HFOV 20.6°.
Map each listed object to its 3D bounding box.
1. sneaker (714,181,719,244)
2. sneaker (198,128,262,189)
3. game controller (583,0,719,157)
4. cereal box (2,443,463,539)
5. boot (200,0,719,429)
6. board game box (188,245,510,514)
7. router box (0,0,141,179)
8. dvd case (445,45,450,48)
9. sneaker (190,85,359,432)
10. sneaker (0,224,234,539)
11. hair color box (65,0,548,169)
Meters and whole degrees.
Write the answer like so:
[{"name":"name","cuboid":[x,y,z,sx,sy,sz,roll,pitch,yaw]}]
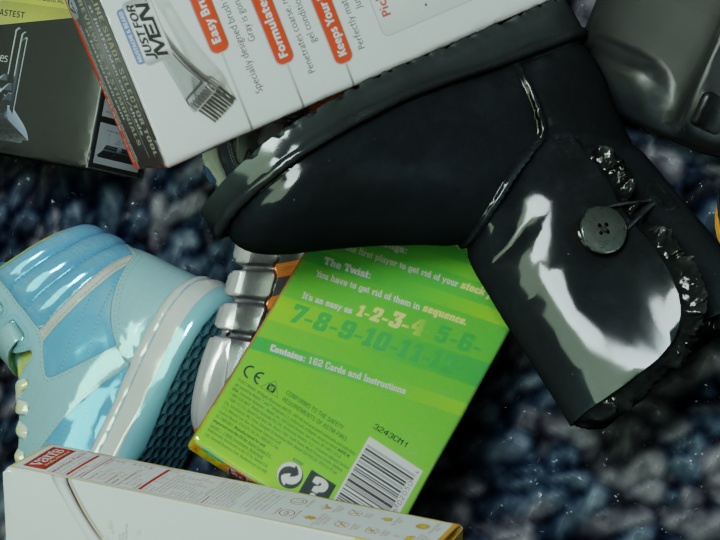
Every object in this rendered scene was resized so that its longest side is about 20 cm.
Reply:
[{"name":"sneaker","cuboid":[0.221,-0.079,0.798,0.078,0.077,0.200,42,90,25]},{"name":"sneaker","cuboid":[-0.050,-0.129,0.940,0.085,0.077,0.202,-6,98,4]},{"name":"game controller","cuboid":[0.167,-0.153,0.865,0.104,0.042,0.201,28,99,39]},{"name":"cereal box","cuboid":[-0.056,0.160,0.827,0.199,0.039,0.145,7,107,23]},{"name":"boot","cuboid":[0.056,-0.006,0.825,0.169,0.199,0.076,59,154,9]},{"name":"board game box","cuboid":[0.016,0.017,0.863,0.095,0.030,0.201,32,73,-4]},{"name":"router box","cuboid":[-0.194,-0.141,1.024,0.199,0.052,0.158,11,91,26]},{"name":"dvd case","cuboid":[-0.012,-0.211,0.908,0.022,0.145,0.202,180,97,-71]},{"name":"sneaker","cuboid":[0.000,0.000,0.918,0.111,0.078,0.201,14,93,15]},{"name":"sneaker","cuboid":[-0.152,0.070,0.978,0.130,0.079,0.201,32,91,22]},{"name":"hair color box","cuboid":[-0.024,-0.133,0.861,0.199,0.064,0.112,-25,99,-19]}]
